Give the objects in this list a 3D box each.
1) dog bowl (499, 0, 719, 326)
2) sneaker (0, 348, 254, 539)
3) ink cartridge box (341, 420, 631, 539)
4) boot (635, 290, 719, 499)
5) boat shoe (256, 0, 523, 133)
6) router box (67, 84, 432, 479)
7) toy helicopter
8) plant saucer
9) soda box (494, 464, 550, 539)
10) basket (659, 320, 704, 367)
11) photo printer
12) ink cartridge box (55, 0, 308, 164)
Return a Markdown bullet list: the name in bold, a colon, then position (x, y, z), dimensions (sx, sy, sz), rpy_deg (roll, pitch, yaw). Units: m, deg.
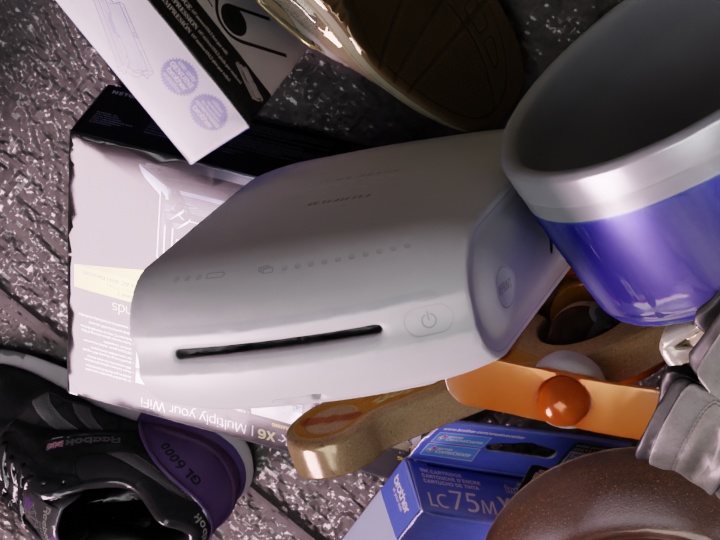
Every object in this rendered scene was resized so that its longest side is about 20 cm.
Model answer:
- **dog bowl**: position (0.160, -0.069, 1.177), dimensions (0.199, 0.200, 0.079), rpy_deg (-24, 111, 33)
- **sneaker**: position (-0.162, 0.100, 1.486), dimensions (0.199, 0.088, 0.076), rpy_deg (9, 124, 18)
- **ink cartridge box**: position (0.044, 0.154, 1.430), dimensions (0.119, 0.042, 0.200), rpy_deg (10, 131, -29)
- **boot**: position (0.196, 0.035, 1.076), dimensions (0.130, 0.068, 0.200), rpy_deg (39, 119, 3)
- **boat shoe**: position (-0.012, -0.134, 1.297), dimensions (0.200, 0.072, 0.065), rpy_deg (36, 164, -16)
- **router box**: position (-0.044, 0.008, 1.401), dimensions (0.199, 0.052, 0.158), rpy_deg (15, 125, 13)
- **toy helicopter**: position (0.063, 0.051, 1.297), dimensions (0.199, 0.132, 0.079), rpy_deg (-23, 114, -4)
- **plant saucer**: position (0.143, 0.171, 1.288), dimensions (0.199, 0.032, 0.201), rpy_deg (10, 124, 16)
- **soda box**: position (0.162, 0.154, 1.327), dimensions (0.199, 0.063, 0.071), rpy_deg (13, 124, 16)
- **basket**: position (0.224, 0.017, 1.211), dimensions (0.135, 0.200, 0.124), rpy_deg (-28, 101, 33)
- **photo printer**: position (0.000, 0.000, 1.228), dimensions (0.165, 0.200, 0.070), rpy_deg (-8, 105, 21)
- **ink cartridge box**: position (-0.109, -0.154, 1.300), dimensions (0.044, 0.094, 0.200), rpy_deg (-31, 106, 34)
